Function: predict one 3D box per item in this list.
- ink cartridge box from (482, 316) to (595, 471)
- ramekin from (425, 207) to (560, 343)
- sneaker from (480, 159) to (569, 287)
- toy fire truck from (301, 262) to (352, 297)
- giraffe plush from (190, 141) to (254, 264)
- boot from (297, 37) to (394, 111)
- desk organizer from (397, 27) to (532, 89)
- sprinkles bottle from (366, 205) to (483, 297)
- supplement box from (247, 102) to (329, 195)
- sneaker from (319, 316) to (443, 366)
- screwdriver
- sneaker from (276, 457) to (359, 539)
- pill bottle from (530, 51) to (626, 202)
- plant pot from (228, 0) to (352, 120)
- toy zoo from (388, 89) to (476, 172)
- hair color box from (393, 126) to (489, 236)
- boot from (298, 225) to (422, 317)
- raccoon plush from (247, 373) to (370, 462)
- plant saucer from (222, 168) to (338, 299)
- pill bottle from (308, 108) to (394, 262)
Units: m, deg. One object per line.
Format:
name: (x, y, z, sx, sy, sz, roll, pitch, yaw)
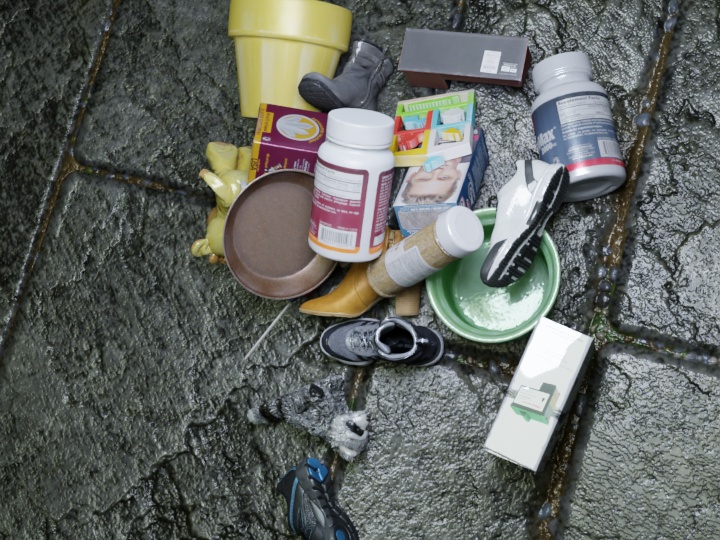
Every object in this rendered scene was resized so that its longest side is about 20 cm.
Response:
ink cartridge box: (0.256, 0.180, 1.399, 0.084, 0.146, 0.201, 23, 86, 18)
ramekin: (0.204, 0.015, 1.475, 0.198, 0.098, 0.202, -4, 77, 16)
sneaker: (0.221, -0.068, 1.408, 0.080, 0.074, 0.201, 26, 82, 37)
toy fire truck: (-0.048, -0.045, 1.592, 0.140, 0.049, 0.202, 15, 85, 17)
giraffe plush: (-0.196, -0.092, 1.601, 0.171, 0.200, 0.163, 19, 118, -3)
boot: (-0.022, -0.311, 1.565, 0.069, 0.200, 0.133, 17, 87, 27)
desk organizer: (0.169, -0.330, 1.570, 0.198, 0.077, 0.072, 9, 81, 19)
sprinkles bottle: (0.089, -0.024, 1.417, 0.200, 0.068, 0.069, -32, 66, 48)
supplement box: (-0.068, -0.181, 1.530, 0.198, 0.086, 0.111, 9, 42, -6)
sneaker: (0.022, 0.104, 1.503, 0.198, 0.114, 0.076, 2, 79, 17)
screwdriver: (-0.122, 0.060, 1.553, 0.029, 0.028, 0.200, 44, 90, -14)
sneaker: (-0.062, 0.390, 1.502, 0.082, 0.073, 0.201, -35, 64, 25)
pill bottle: (0.319, -0.215, 1.478, 0.119, 0.120, 0.202, -13, 74, 14)
plant pot: (-0.121, -0.337, 1.609, 0.199, 0.201, 0.191, 8, 96, 18)
toy zoo: (0.111, -0.215, 1.529, 0.130, 0.021, 0.201, -7, 37, 16)
hair color box: (0.125, -0.137, 1.490, 0.099, 0.061, 0.201, -2, 39, 22)
boot: (0.000, 0.000, 1.547, 0.199, 0.071, 0.146, -2, 89, 4)
raccoon plush: (-0.070, 0.246, 1.538, 0.199, 0.096, 0.135, -27, 84, 40)
plant saucer: (-0.118, -0.057, 1.494, 0.201, 0.200, 0.037, -57, 28, -1)
pill bottle: (-0.011, -0.124, 1.425, 0.113, 0.114, 0.202, 16, 114, 19)
